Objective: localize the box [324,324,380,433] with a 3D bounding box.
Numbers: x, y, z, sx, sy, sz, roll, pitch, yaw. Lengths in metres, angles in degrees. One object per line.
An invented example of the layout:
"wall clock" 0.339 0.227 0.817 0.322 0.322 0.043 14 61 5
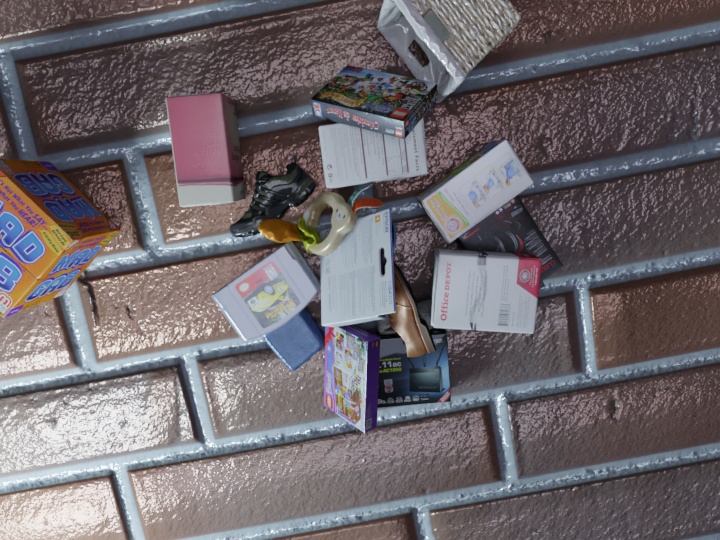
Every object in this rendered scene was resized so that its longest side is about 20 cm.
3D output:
"box" -0.020 0.212 1.141 0.039 0.136 0.203 -12 112 -40

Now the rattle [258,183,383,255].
"rattle" -0.076 -0.115 1.049 0.142 0.199 0.132 31 58 -31

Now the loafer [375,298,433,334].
"loafer" 0.131 0.102 1.156 0.197 0.071 0.070 -6 143 5

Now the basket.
"basket" 0.153 -0.448 1.010 0.161 0.200 0.199 -41 98 0

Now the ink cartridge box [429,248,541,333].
"ink cartridge box" 0.236 0.037 1.071 0.197 0.083 0.148 4 101 1

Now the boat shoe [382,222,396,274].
"boat shoe" 0.017 -0.009 1.132 0.068 0.084 0.203 12 98 -26

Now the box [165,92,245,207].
"box" -0.296 -0.231 1.074 0.107 0.128 0.203 -5 100 0

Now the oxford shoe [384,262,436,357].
"oxford shoe" 0.081 0.077 1.093 0.070 0.071 0.203 -21 87 11

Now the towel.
"towel" -0.166 0.105 1.172 0.111 0.049 0.201 -36 97 1

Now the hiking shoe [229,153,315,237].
"hiking shoe" -0.192 -0.148 1.125 0.199 0.076 0.101 -35 90 -4

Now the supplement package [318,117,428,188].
"supplement package" 0.025 -0.232 1.082 0.197 0.117 0.119 -7 98 0

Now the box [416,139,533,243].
"box" 0.221 -0.158 1.098 0.199 0.113 0.102 -36 100 6

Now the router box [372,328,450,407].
"router box" 0.092 0.208 1.184 0.197 0.062 0.152 -6 98 1

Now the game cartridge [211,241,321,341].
"game cartridge" -0.185 0.049 1.124 0.199 0.041 0.134 -35 101 0

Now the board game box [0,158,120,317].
"board game box" -0.640 -0.069 1.062 0.200 0.200 0.200 44 96 -7

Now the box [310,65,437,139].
"box" 0.026 -0.317 1.025 0.198 0.137 0.038 20 143 24

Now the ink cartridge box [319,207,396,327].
"ink cartridge box" 0.000 0.000 1.070 0.198 0.043 0.200 -13 73 41

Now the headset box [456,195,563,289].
"headset box" 0.306 -0.036 1.138 0.148 0.075 0.201 -35 98 6
